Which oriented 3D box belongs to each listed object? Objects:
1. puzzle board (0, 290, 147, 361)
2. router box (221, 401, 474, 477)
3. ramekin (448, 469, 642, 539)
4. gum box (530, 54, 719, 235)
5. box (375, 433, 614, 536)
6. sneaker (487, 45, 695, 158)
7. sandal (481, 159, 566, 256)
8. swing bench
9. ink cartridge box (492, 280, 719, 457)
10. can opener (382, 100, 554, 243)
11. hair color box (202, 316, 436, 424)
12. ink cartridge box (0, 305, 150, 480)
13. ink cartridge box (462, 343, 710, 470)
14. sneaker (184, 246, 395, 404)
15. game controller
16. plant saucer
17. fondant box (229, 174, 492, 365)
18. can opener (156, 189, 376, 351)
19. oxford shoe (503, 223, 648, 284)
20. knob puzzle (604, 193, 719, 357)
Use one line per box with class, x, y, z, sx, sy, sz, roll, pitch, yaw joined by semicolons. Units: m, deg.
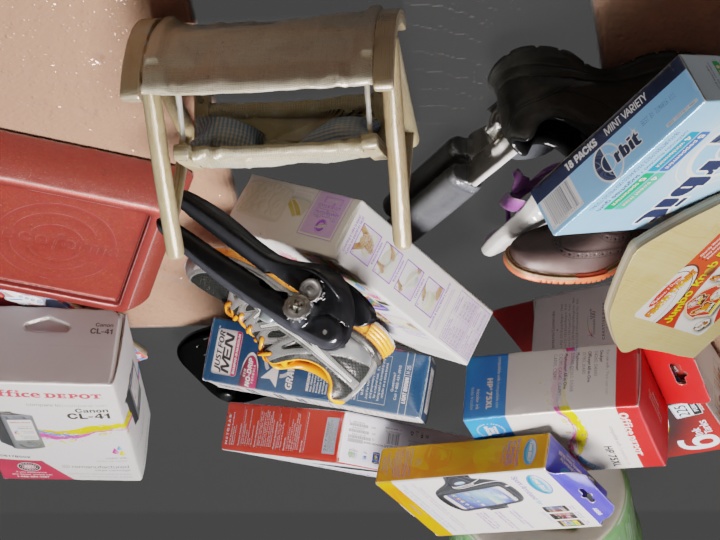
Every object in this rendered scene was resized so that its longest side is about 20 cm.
puzzle board;-0.325;0.060;1.885;0.150;0.017;0.200;-20;140;30
router box;-0.002;0.170;1.906;0.199;0.049;0.179;15;170;-39
ramekin;0.184;0.249;1.979;0.199;0.201;0.098;-2;139;7
gum box;0.251;-0.093;1.469;0.199;0.045;0.170;-5;151;-45
box;0.128;0.194;1.772;0.199;0.042;0.119;-10;144;31
sneaker;0.198;-0.117;1.512;0.199;0.091;0.076;0;147;-4
sandal;0.150;-0.067;1.624;0.082;0.050;0.203;-25;171;-24
swing bench;-0.062;-0.121;1.498;0.198;0.130;0.200;-1;141;6
ink cartridge box;0.237;0.100;1.844;0.175;0.084;0.200;-13;143;25
can opener;0.094;-0.076;1.616;0.067;0.054;0.200;19;144;-25
hair color box;-0.035;0.091;1.775;0.199;0.061;0.100;9;173;6
ink cartridge box;-0.288;0.122;1.886;0.147;0.086;0.200;1;149;4
ink cartridge box;0.203;0.123;1.744;0.199;0.067;0.116;-6;146;20
sneaker;-0.071;0.044;1.700;0.199;0.077;0.078;28;171;15
game controller;-0.076;0.073;1.864;0.199;0.042;0.104;-19;141;28
plant saucer;-0.263;-0.034;1.710;0.199;0.037;0.200;11;141;-13
fondant box;0.000;0.000;1.677;0.144;0.058;0.200;15;164;46
can opener;-0.083;0.002;1.574;0.199;0.064;0.079;28;175;17
oxford shoe;0.209;-0.045;1.617;0.199;0.071;0.073;-17;132;-17
knob puzzle;0.271;-0.009;1.583;0.219;0.031;0.220;-21;147;-15
